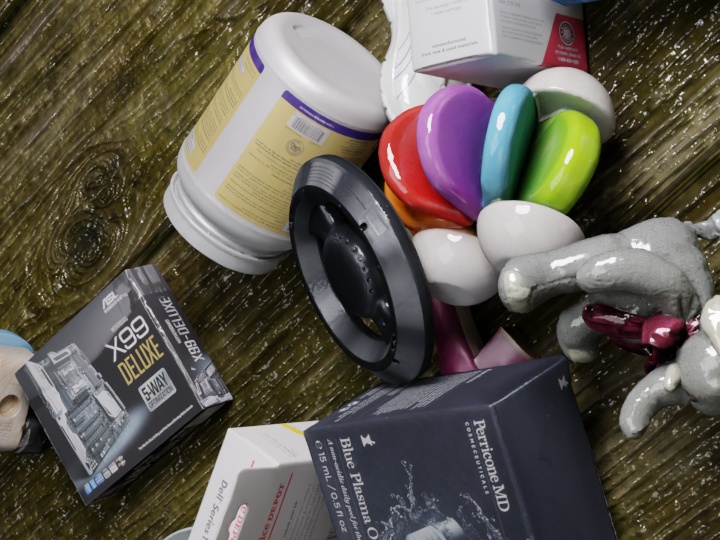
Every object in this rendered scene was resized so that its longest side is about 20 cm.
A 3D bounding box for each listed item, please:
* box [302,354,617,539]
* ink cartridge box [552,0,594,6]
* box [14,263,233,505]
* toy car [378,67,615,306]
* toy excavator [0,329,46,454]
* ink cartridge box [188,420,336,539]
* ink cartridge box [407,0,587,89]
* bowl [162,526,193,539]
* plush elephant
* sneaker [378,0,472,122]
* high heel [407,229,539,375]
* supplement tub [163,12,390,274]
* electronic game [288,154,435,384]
[{"bbox_3d":[0.085,0.189,1.453,0.199,0.117,0.198,-12,99,39],"label":"box"},{"bbox_3d":[0.232,-0.277,1.381,0.199,0.068,0.117,-6,86,26],"label":"ink cartridge box"},{"bbox_3d":[-0.235,0.113,1.784,0.200,0.050,0.158,-39,76,33],"label":"box"},{"bbox_3d":[0.094,-0.081,1.417,0.200,0.150,0.176,-20,44,53],"label":"toy car"},{"bbox_3d":[-0.421,0.143,1.940,0.200,0.100,0.195,29,106,50],"label":"toy excavator"},{"bbox_3d":[-0.071,0.195,1.560,0.067,0.200,0.118,32,109,36],"label":"ink cartridge box"},{"bbox_3d":[0.106,-0.253,1.452,0.085,0.147,0.201,-10,82,38],"label":"ink cartridge box"},{"bbox_3d":[-0.113,0.331,1.666,0.200,0.090,0.202,-1,88,40],"label":"bowl"},{"bbox_3d":[0.227,0.051,1.324,0.199,0.165,0.155,-24,61,10],"label":"plush elephant"},{"bbox_3d":[0.064,-0.190,1.527,0.087,0.074,0.201,-12,83,48],"label":"sneaker"},{"bbox_3d":[0.056,0.041,1.538,0.096,0.067,0.200,-49,63,17],"label":"high heel"},{"bbox_3d":[-0.073,-0.110,1.602,0.200,0.145,0.146,-53,59,27],"label":"supplement tub"},{"bbox_3d":[0.000,0.000,1.492,0.200,0.041,0.201,46,150,37],"label":"electronic game"}]
